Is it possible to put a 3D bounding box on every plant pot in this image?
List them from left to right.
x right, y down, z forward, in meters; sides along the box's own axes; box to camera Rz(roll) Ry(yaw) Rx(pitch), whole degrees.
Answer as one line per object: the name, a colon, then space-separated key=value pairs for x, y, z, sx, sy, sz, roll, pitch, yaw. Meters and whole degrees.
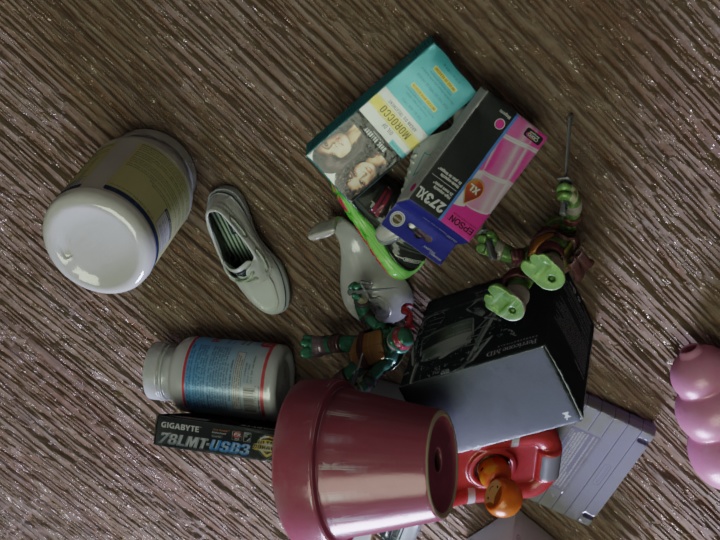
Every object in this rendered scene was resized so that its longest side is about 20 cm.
plant pot: x=0.014 y=0.229 z=1.415 sx=0.178 sy=0.200 sz=0.201 roll=-2 pitch=122 yaw=21

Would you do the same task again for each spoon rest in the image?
spoon rest: x=0.000 y=0.000 z=1.577 sx=0.099 sy=0.061 sz=0.200 roll=-14 pitch=131 yaw=25

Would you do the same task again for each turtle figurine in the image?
turtle figurine: x=0.004 y=0.103 z=1.553 sx=0.100 sy=0.151 sz=0.200 roll=20 pitch=148 yaw=-33
turtle figurine: x=0.190 y=-0.047 z=1.402 sx=0.143 sy=0.194 sz=0.201 roll=-7 pitch=118 yaw=22

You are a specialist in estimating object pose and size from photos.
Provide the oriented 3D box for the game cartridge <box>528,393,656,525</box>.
game cartridge: x=0.307 y=0.261 z=1.667 sx=0.129 sy=0.038 sz=0.201 roll=27 pitch=126 yaw=2

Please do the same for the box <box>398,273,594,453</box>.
box: x=0.176 y=0.110 z=1.504 sx=0.199 sy=0.197 sz=0.124 roll=-19 pitch=116 yaw=25

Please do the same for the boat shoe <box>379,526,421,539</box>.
boat shoe: x=0.056 y=0.372 z=1.796 sx=0.071 sy=0.072 sz=0.201 roll=23 pitch=116 yaw=11

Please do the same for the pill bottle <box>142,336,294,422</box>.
pill bottle: x=-0.200 y=0.150 z=1.690 sx=0.199 sy=0.109 sz=0.109 roll=5 pitch=124 yaw=13

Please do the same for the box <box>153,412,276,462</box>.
box: x=-0.165 y=0.234 z=1.690 sx=0.199 sy=0.198 sz=0.050 roll=5 pitch=85 yaw=14

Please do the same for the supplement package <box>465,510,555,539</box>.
supplement package: x=0.254 y=0.473 z=1.765 sx=0.200 sy=0.121 sz=0.120 roll=40 pitch=123 yaw=-12

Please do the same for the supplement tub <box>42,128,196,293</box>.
supplement tub: x=-0.297 y=-0.080 z=1.510 sx=0.144 sy=0.200 sz=0.146 roll=7 pitch=124 yaw=11

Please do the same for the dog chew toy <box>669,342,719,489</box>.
dog chew toy: x=0.459 y=0.182 z=1.524 sx=0.124 sy=0.125 sz=0.201 roll=-22 pitch=106 yaw=27

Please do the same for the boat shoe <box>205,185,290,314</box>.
boat shoe: x=-0.159 y=-0.013 z=1.597 sx=0.073 sy=0.067 sz=0.201 roll=-16 pitch=117 yaw=25

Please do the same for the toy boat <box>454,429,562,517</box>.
toy boat: x=0.177 y=0.273 z=1.585 sx=0.199 sy=0.131 sz=0.131 roll=-4 pitch=123 yaw=-7

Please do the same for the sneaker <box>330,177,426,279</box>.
sneaker: x=0.023 y=-0.086 z=1.508 sx=0.084 sy=0.077 sz=0.201 roll=-33 pitch=107 yaw=-3

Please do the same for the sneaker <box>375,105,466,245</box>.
sneaker: x=0.084 y=-0.114 z=1.444 sx=0.200 sy=0.070 sz=0.080 roll=-45 pitch=91 yaw=5

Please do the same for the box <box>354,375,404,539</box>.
box: x=-0.008 y=0.265 z=1.654 sx=0.106 sy=0.200 sz=0.153 roll=14 pitch=126 yaw=7

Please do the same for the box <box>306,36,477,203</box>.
box: x=0.035 y=-0.177 z=1.407 sx=0.200 sy=0.049 sz=0.082 roll=-41 pitch=106 yaw=12

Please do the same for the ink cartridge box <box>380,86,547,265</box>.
ink cartridge box: x=0.120 y=-0.105 z=1.389 sx=0.094 sy=0.037 sz=0.200 roll=34 pitch=101 yaw=-19
